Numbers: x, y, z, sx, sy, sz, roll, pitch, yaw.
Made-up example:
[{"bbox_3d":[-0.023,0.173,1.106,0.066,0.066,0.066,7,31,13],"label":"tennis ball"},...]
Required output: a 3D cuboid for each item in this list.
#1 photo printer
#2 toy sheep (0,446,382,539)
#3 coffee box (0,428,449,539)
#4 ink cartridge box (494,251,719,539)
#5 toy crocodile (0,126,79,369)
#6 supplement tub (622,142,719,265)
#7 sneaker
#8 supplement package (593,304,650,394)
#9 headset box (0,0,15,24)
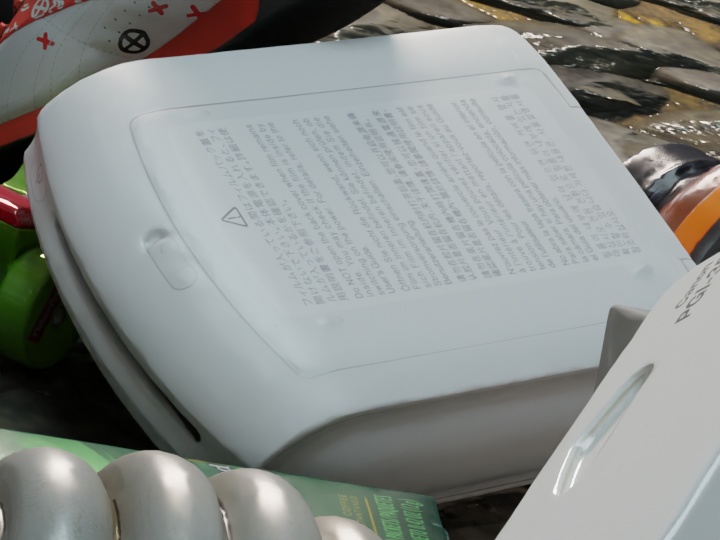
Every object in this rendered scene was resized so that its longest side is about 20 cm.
[{"bbox_3d":[0.000,0.000,0.953,0.200,0.069,0.166,-9,52,-36],"label":"photo printer"},{"bbox_3d":[-0.047,0.102,0.650,0.200,0.138,0.138,27,16,-19],"label":"toy sheep"},{"bbox_3d":[-0.071,0.088,0.785,0.200,0.044,0.123,10,21,-10],"label":"coffee box"},{"bbox_3d":[0.133,0.097,0.652,0.200,0.083,0.147,45,50,-8],"label":"ink cartridge box"},{"bbox_3d":[-0.143,0.000,0.939,0.067,0.062,0.200,25,24,26],"label":"toy crocodile"},{"bbox_3d":[0.158,0.027,1.000,0.107,0.107,0.200,-4,28,-39],"label":"supplement tub"},{"bbox_3d":[-0.083,-0.108,1.041,0.067,0.201,0.108,4,62,-61],"label":"sneaker"},{"bbox_3d":[0.162,0.088,0.790,0.200,0.120,0.121,11,2,-9],"label":"supplement package"},{"bbox_3d":[-0.098,-0.117,1.140,0.200,0.149,0.075,27,18,33],"label":"headset box"}]
